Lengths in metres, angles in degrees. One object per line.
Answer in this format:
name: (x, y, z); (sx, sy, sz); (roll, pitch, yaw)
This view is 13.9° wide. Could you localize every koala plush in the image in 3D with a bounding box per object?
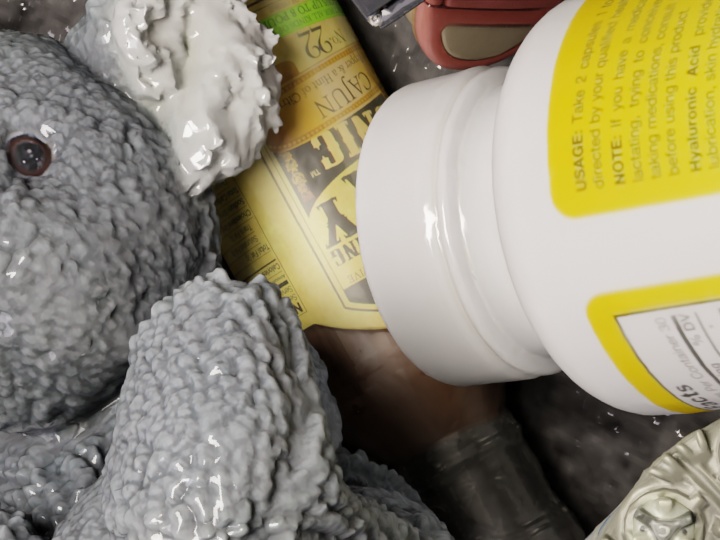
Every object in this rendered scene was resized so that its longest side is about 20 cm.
koala plush: (-0.075, 0.025, 0.759); (0.177, 0.184, 0.200); (-31, 65, 18)

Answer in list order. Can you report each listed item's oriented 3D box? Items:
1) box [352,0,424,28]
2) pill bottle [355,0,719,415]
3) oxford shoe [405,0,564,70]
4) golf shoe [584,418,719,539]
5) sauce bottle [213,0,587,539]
box: (0.010, -0.182, 0.681); (0.161, 0.049, 0.200); (-34, 98, 17)
pill bottle: (0.102, -0.023, 0.722); (0.200, 0.111, 0.112); (-9, 98, 33)
oxford shoe: (0.043, -0.152, 0.760); (0.075, 0.070, 0.201); (35, 116, 41)
golf shoe: (0.083, 0.089, 0.788); (0.200, 0.097, 0.078); (-33, 90, 6)
sauce bottle: (0.000, 0.000, 0.823); (0.065, 0.065, 0.200); (-31, 87, 34)
